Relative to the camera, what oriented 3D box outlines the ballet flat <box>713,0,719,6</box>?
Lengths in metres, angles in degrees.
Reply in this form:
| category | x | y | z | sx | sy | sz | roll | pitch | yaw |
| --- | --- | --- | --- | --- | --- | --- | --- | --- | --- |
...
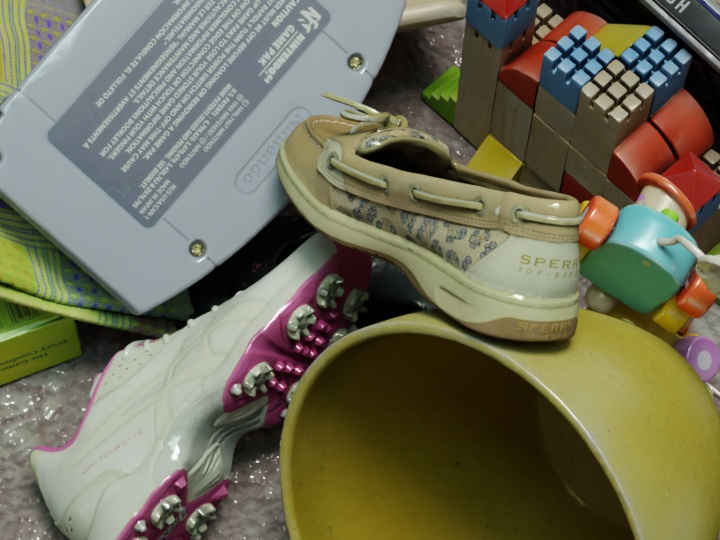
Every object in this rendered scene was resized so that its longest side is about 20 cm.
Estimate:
| category | x | y | z | sx | sy | sz | roll | pitch | yaw |
| --- | --- | --- | --- | --- | --- | --- | --- | --- | --- |
| ballet flat | 0.237 | -0.113 | 1.058 | 0.200 | 0.046 | 0.068 | 38 | 41 | -12 |

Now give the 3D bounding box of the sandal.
| category | x | y | z | sx | sy | sz | roll | pitch | yaw |
| --- | --- | --- | --- | --- | --- | --- | --- | --- | --- |
| sandal | 0.001 | -0.001 | 1.038 | 0.199 | 0.048 | 0.076 | -3 | 61 | 2 |

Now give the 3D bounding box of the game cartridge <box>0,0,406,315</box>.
| category | x | y | z | sx | sy | sz | roll | pitch | yaw |
| --- | --- | --- | --- | --- | --- | --- | --- | --- | --- |
| game cartridge | -0.077 | -0.085 | 0.988 | 0.133 | 0.042 | 0.200 | 43 | 81 | -14 |

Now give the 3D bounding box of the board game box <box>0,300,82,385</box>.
| category | x | y | z | sx | sy | sz | roll | pitch | yaw |
| --- | --- | --- | --- | --- | --- | --- | --- | --- | --- |
| board game box | -0.248 | 0.025 | 1.023 | 0.199 | 0.048 | 0.102 | -20 | 64 | -12 |

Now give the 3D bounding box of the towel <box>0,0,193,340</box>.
| category | x | y | z | sx | sy | sz | roll | pitch | yaw |
| --- | --- | --- | --- | --- | --- | --- | --- | --- | --- |
| towel | -0.155 | -0.065 | 1.034 | 0.143 | 0.023 | 0.201 | 16 | 48 | -37 |

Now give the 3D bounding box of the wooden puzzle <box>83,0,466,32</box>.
| category | x | y | z | sx | sy | sz | roll | pitch | yaw |
| --- | --- | --- | --- | --- | --- | --- | --- | --- | --- |
| wooden puzzle | -0.058 | -0.160 | 1.105 | 0.184 | 0.047 | 0.201 | -12 | 42 | -11 |

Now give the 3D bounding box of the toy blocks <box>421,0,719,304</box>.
| category | x | y | z | sx | sy | sz | roll | pitch | yaw |
| --- | --- | --- | --- | --- | --- | --- | --- | --- | --- |
| toy blocks | 0.119 | -0.074 | 1.031 | 0.100 | 0.137 | 0.200 | -40 | 70 | -19 |

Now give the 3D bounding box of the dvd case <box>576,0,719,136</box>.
| category | x | y | z | sx | sy | sz | roll | pitch | yaw |
| --- | --- | --- | --- | --- | --- | --- | --- | --- | --- |
| dvd case | 0.142 | -0.136 | 1.059 | 0.025 | 0.150 | 0.200 | -43 | 70 | 1 |

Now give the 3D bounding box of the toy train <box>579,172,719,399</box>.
| category | x | y | z | sx | sy | sz | roll | pitch | yaw |
| --- | --- | --- | --- | --- | --- | --- | --- | --- | --- |
| toy train | 0.171 | 0.022 | 0.967 | 0.150 | 0.200 | 0.056 | 17 | 66 | 34 |

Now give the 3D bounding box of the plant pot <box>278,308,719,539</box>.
| category | x | y | z | sx | sy | sz | roll | pitch | yaw |
| --- | --- | --- | --- | --- | --- | --- | --- | --- | --- |
| plant pot | 0.083 | 0.094 | 0.932 | 0.200 | 0.201 | 0.142 | 43 | 41 | 19 |

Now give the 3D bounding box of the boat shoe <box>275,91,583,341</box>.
| category | x | y | z | sx | sy | sz | roll | pitch | yaw |
| --- | --- | --- | --- | --- | --- | --- | --- | --- | --- |
| boat shoe | 0.032 | -0.034 | 0.900 | 0.073 | 0.063 | 0.200 | -4 | 25 | -36 |

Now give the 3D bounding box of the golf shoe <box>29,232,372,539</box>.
| category | x | y | z | sx | sy | sz | roll | pitch | yaw |
| --- | --- | --- | --- | --- | --- | --- | --- | --- | --- |
| golf shoe | -0.078 | 0.050 | 0.983 | 0.091 | 0.075 | 0.200 | 37 | 84 | 29 |
